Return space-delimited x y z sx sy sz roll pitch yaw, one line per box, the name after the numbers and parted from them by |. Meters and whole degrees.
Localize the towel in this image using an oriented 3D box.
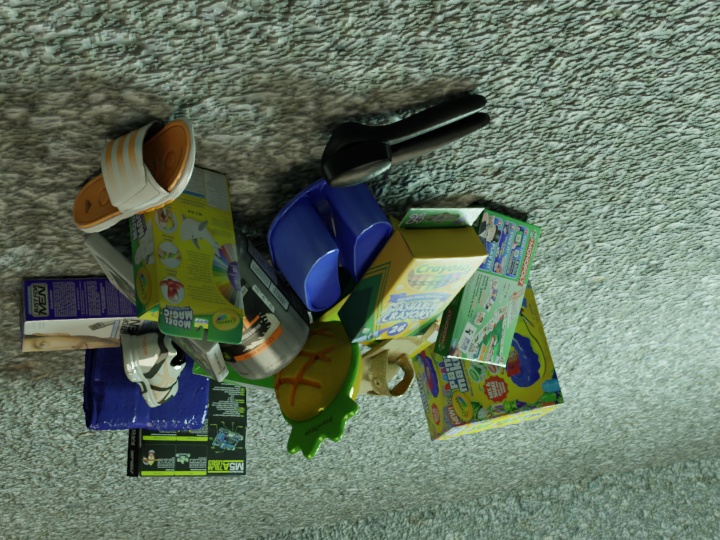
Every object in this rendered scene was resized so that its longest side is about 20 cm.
-0.320 0.164 1.533 0.197 0.151 0.049 8 174 -39 | towel

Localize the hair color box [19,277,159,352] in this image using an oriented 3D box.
-0.352 0.058 1.370 0.196 0.066 0.109 0 155 -21 | hair color box

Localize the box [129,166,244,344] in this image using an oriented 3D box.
-0.188 -0.017 1.104 0.116 0.203 0.048 13 147 -43 | box

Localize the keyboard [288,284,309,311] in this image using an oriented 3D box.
0.000 0.000 1.450 0.197 0.040 0.105 -21 143 7 | keyboard

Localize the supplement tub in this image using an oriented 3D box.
-0.159 0.030 1.255 0.121 0.124 0.201 -22 127 23 | supplement tub

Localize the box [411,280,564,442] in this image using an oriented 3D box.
0.188 0.142 1.603 0.189 0.203 0.122 -10 164 -16 | box

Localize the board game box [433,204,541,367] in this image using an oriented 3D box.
0.175 0.024 1.393 0.029 0.204 0.133 16 -178 44 | board game box

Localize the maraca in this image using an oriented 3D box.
-0.053 0.147 1.300 0.136 0.202 0.107 -37 125 24 | maraca

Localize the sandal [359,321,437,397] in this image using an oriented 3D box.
0.045 0.142 1.433 0.076 0.070 0.212 9 137 -29 | sandal

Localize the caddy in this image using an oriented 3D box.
-0.041 -0.042 1.244 0.140 0.106 0.201 -30 159 -13 | caddy

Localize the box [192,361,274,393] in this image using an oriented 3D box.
-0.118 0.128 1.482 0.196 0.099 0.177 10 170 11 | box

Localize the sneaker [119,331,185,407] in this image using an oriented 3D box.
-0.273 0.138 1.422 0.078 0.075 0.200 -12 160 -3 | sneaker

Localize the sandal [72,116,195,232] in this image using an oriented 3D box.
-0.250 -0.093 1.057 0.205 0.081 0.059 -26 155 34 | sandal

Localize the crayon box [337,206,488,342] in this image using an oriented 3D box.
0.070 0.007 1.269 0.124 0.052 0.201 -3 142 -37 | crayon box

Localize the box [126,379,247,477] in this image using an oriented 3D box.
-0.270 0.228 1.619 0.198 0.197 0.047 8 169 -39 | box

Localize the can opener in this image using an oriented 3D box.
0.048 -0.140 1.117 0.197 0.080 0.064 -20 149 -5 | can opener

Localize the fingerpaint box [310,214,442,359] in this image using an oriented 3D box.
0.050 0.030 1.413 0.166 0.074 0.199 -38 138 26 | fingerpaint box

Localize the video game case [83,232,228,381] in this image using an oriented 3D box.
-0.243 0.049 1.240 0.023 0.199 0.182 -47 172 -14 | video game case
